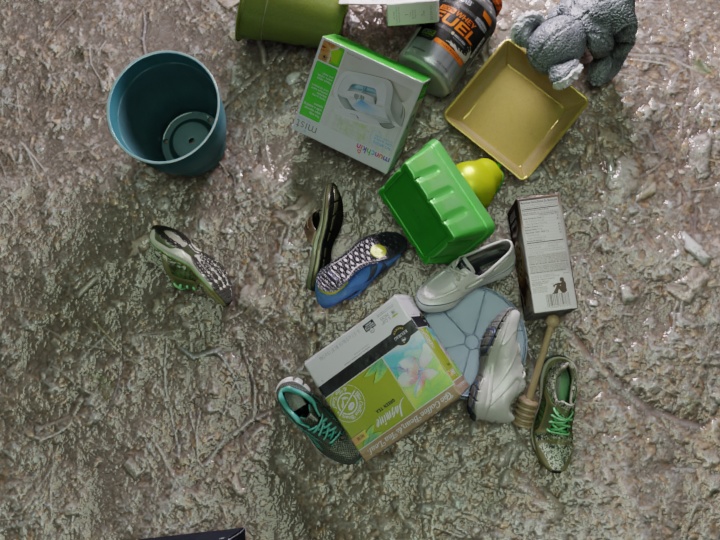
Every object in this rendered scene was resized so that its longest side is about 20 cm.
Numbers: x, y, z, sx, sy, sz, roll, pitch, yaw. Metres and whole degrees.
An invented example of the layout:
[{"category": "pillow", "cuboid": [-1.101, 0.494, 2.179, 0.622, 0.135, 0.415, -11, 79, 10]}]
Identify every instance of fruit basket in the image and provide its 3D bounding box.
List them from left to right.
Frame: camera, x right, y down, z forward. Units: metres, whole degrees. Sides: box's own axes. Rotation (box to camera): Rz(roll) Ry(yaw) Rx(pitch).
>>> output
[{"category": "fruit basket", "cuboid": [0.162, -0.130, 1.363, 0.213, 0.155, 0.218, 20, 50, -26]}]

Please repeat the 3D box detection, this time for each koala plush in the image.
[{"category": "koala plush", "cuboid": [0.371, -0.414, 1.336, 0.198, 0.184, 0.179, -30, 78, -17]}]

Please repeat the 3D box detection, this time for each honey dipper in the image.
[{"category": "honey dipper", "cuboid": [0.303, 0.172, 1.302, 0.037, 0.038, 0.203, 14, 100, 6]}]

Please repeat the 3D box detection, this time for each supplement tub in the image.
[{"category": "supplement tub", "cuboid": [0.170, -0.436, 1.404, 0.122, 0.123, 0.201, 33, 84, 9]}]

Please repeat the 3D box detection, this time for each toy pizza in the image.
[{"category": "toy pizza", "cuboid": [0.198, 0.128, 1.351, 0.197, 0.032, 0.204, -1, 80, 5]}]

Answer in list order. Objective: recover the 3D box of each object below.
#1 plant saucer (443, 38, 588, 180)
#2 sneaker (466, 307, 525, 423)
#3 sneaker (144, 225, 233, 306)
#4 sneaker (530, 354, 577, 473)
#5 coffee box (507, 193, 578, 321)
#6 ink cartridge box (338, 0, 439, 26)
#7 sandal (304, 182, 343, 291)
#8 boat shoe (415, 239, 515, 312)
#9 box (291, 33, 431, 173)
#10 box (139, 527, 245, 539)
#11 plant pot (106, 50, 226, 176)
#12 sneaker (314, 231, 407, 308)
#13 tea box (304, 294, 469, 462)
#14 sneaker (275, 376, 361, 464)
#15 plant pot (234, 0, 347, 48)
[{"category": "plant saucer", "cuboid": [0.286, -0.294, 1.409, 0.199, 0.048, 0.201, 40, 85, 8]}, {"category": "sneaker", "cuboid": [0.244, 0.165, 1.298, 0.086, 0.075, 0.203, 15, 89, -4]}, {"category": "sneaker", "cuboid": [-0.319, 0.007, 1.393, 0.199, 0.077, 0.089, 41, 113, 9]}, {"category": "sneaker", "cuboid": [0.337, 0.243, 1.292, 0.076, 0.089, 0.203, 3, 81, 4]}, {"category": "coffee box", "cuboid": [0.317, -0.021, 1.328, 0.078, 0.113, 0.203, -7, 79, 2]}, {"category": "ink cartridge box", "cuboid": [0.056, -0.506, 1.377, 0.173, 0.045, 0.201, -1, 40, 7]}, {"category": "sandal", "cuboid": [-0.078, -0.065, 1.383, 0.057, 0.080, 0.204, 11, 81, 20]}, {"category": "boat shoe", "cuboid": [0.182, 0.002, 1.332, 0.198, 0.066, 0.074, -30, 55, -10]}, {"category": "box", "cuboid": [0.001, -0.302, 1.368, 0.198, 0.097, 0.178, 26, 113, 5]}, {"category": "box", "cuboid": [-0.292, 0.551, 1.264, 0.197, 0.124, 0.200, -7, 81, 3]}, {"category": "plant pot", "cuboid": [-0.331, -0.263, 1.374, 0.197, 0.188, 0.204, -1, 81, 3]}, {"category": "sneaker", "cuboid": [0.000, 0.000, 1.379, 0.199, 0.079, 0.066, -33, 61, -20]}, {"category": "tea box", "cuboid": [0.048, 0.178, 1.283, 0.199, 0.133, 0.198, -37, 80, 10]}, {"category": "sneaker", "cuboid": [-0.077, 0.266, 1.315, 0.199, 0.091, 0.078, 38, 85, 9]}, {"category": "plant pot", "cuboid": [-0.117, -0.501, 1.415, 0.187, 0.200, 0.203, 16, 81, -5]}]
